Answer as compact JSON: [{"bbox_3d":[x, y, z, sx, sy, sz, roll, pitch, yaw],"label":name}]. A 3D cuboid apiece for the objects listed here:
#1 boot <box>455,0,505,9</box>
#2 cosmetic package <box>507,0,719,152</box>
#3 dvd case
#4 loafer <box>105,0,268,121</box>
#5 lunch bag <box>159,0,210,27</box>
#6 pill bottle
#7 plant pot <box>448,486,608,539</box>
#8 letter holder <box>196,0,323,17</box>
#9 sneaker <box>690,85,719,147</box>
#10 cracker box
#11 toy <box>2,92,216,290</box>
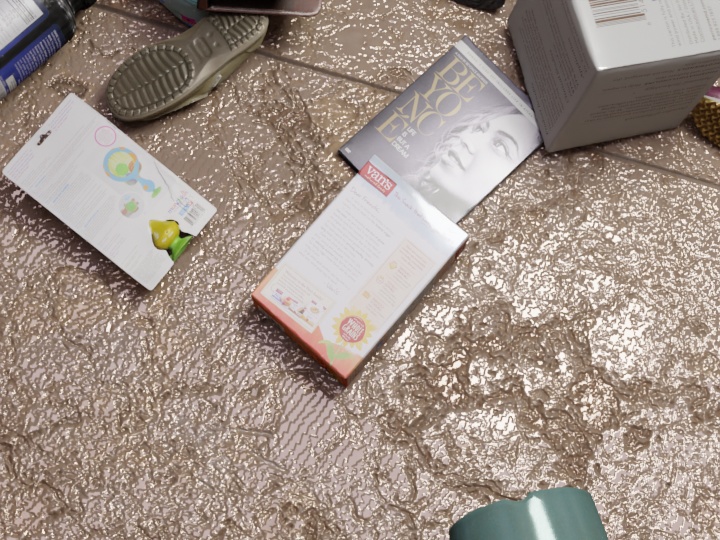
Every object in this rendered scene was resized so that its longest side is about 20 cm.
[{"bbox_3d":[0.120,-0.411,1.810,0.163,0.066,0.202,23,69,2],"label":"boot"},{"bbox_3d":[0.271,-0.251,1.688,0.164,0.200,0.169,-11,74,-13],"label":"cosmetic package"},{"bbox_3d":[0.096,-0.142,1.747,0.200,0.016,0.149,-42,80,-15],"label":"dvd case"},{"bbox_3d":[-0.181,-0.218,1.727,0.198,0.068,0.076,-30,74,2],"label":"loafer"},{"bbox_3d":[-0.167,-0.376,1.769,0.160,0.077,0.200,41,75,9],"label":"lunch bag"},{"bbox_3d":[-0.374,-0.262,1.703,0.112,0.112,0.200,44,75,10],"label":"pill bottle"},{"bbox_3d":[0.177,0.324,1.527,0.197,0.201,0.198,-10,66,-7],"label":"plant pot"},{"bbox_3d":[-0.096,-0.380,1.682,0.140,0.101,0.203,4,71,-6],"label":"letter holder"},{"bbox_3d":[0.456,-0.171,1.756,0.198,0.075,0.091,21,64,-4],"label":"sneaker"},{"bbox_3d":[0.000,0.000,1.669,0.134,0.058,0.200,41,81,9],"label":"cracker box"},{"bbox_3d":[-0.263,-0.078,1.688,0.199,0.047,0.116,37,71,4],"label":"toy"}]
